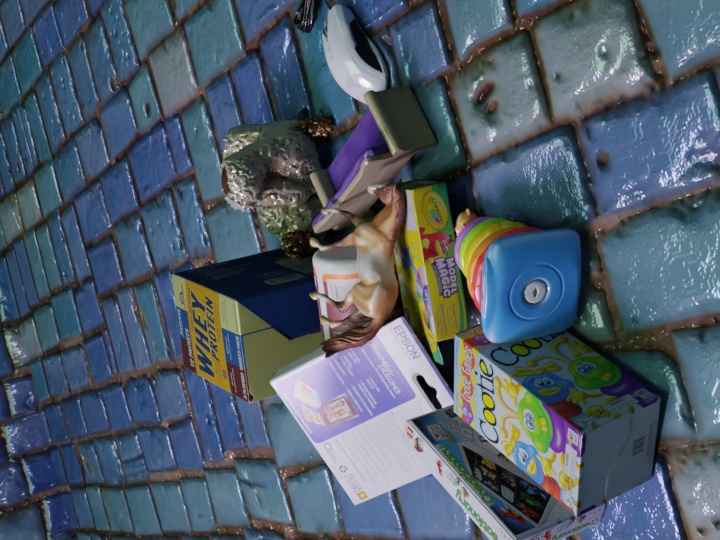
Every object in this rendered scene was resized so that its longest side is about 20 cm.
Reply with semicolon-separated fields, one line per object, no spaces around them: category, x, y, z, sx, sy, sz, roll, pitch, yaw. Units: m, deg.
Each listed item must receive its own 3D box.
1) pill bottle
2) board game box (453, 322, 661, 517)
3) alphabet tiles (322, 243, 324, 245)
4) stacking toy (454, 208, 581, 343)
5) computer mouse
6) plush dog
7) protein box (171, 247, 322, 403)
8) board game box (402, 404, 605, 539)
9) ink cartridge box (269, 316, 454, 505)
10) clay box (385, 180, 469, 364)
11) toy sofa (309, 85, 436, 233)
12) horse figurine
pill bottle;0.007;0.070;1.530;0.114;0.113;0.202;17;118;56
board game box;0.192;0.136;1.248;0.200;0.102;0.106;38;139;47
alphabet tiles;-0.037;0.065;1.712;0.167;0.007;0.202;28;126;53
stacking toy;0.142;-0.018;1.303;0.200;0.108;0.117;-128;33;-59
computer mouse;-0.029;-0.284;1.512;0.201;0.043;0.110;60;146;26
plush dog;-0.093;-0.105;1.640;0.200;0.159;0.173;-104;-3;-67
protein box;-0.115;0.063;1.638;0.199;0.197;0.137;17;116;56
board game box;0.152;0.216;1.336;0.200;0.125;0.035;46;138;42
ink cartridge box;0.024;0.164;1.476;0.199;0.047;0.199;-27;105;23
clay box;0.078;0.000;1.425;0.115;0.047;0.202;-159;57;-74
toy sofa;-0.001;-0.130;1.478;0.084;0.097;0.200;65;149;16
horse figurine;0.000;0.000;1.413;0.131;0.050;0.203;-1;85;36
